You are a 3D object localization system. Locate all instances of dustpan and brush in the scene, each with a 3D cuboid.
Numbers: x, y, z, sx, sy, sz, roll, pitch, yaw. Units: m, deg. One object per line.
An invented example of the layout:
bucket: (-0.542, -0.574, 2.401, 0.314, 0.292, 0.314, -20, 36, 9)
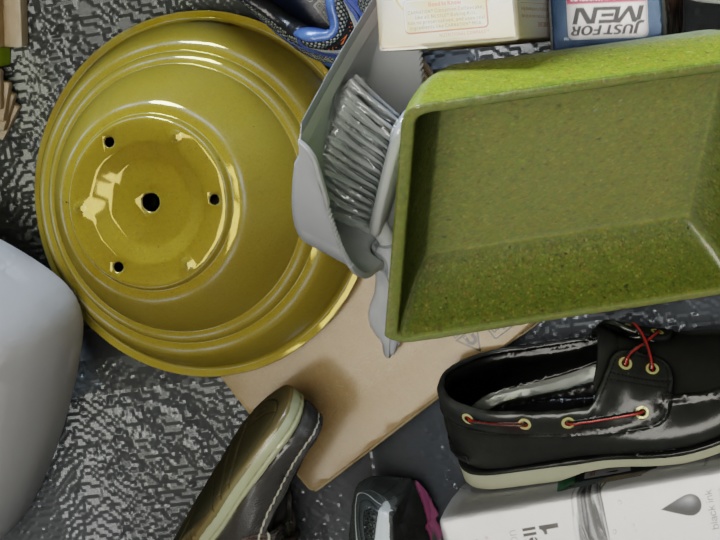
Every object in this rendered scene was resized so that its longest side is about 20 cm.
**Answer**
dustpan and brush: (0.006, -0.032, 1.376, 0.057, 0.140, 0.200, 19, 136, 9)

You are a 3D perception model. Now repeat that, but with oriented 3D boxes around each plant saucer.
plant saucer: (0.109, -0.050, 1.337, 0.199, 0.200, 0.048, -8, 55, -8)

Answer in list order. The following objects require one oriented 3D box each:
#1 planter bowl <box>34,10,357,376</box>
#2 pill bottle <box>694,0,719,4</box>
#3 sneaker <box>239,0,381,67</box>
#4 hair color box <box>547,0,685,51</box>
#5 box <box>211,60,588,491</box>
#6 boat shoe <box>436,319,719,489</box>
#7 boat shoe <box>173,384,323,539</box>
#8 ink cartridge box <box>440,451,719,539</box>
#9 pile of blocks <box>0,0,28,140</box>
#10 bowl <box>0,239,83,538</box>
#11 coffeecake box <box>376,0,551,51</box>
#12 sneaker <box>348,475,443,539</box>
planter bowl: (-0.098, -0.038, 1.420, 0.200, 0.083, 0.201, 2, 96, 17)
pill bottle: (0.214, -0.234, 1.311, 0.119, 0.120, 0.201, 2, 100, 13)
sneaker: (-0.058, -0.184, 1.402, 0.200, 0.078, 0.075, 41, 104, 10)
hair color box: (0.127, -0.214, 1.345, 0.060, 0.100, 0.201, -1, 101, 14)
box: (0.000, 0.000, 1.455, 0.200, 0.021, 0.164, -38, 89, 17)
boat shoe: (0.139, 0.062, 1.400, 0.201, 0.074, 0.063, -12, 122, 15)
boat shoe: (-0.064, 0.149, 1.471, 0.066, 0.072, 0.201, 28, 119, -8)
ink cartridge box: (0.155, 0.173, 1.418, 0.199, 0.084, 0.147, -12, 97, 15)
pile of blocks: (-0.243, -0.082, 1.477, 0.082, 0.062, 0.200, 27, 106, 7)
bowl: (-0.265, 0.060, 1.473, 0.199, 0.075, 0.200, 25, 123, 7)
coffeecake box: (0.051, -0.212, 1.327, 0.073, 0.153, 0.201, -4, 94, 14)
sneaker: (-0.008, 0.212, 1.470, 0.086, 0.080, 0.201, 7, 96, 23)
